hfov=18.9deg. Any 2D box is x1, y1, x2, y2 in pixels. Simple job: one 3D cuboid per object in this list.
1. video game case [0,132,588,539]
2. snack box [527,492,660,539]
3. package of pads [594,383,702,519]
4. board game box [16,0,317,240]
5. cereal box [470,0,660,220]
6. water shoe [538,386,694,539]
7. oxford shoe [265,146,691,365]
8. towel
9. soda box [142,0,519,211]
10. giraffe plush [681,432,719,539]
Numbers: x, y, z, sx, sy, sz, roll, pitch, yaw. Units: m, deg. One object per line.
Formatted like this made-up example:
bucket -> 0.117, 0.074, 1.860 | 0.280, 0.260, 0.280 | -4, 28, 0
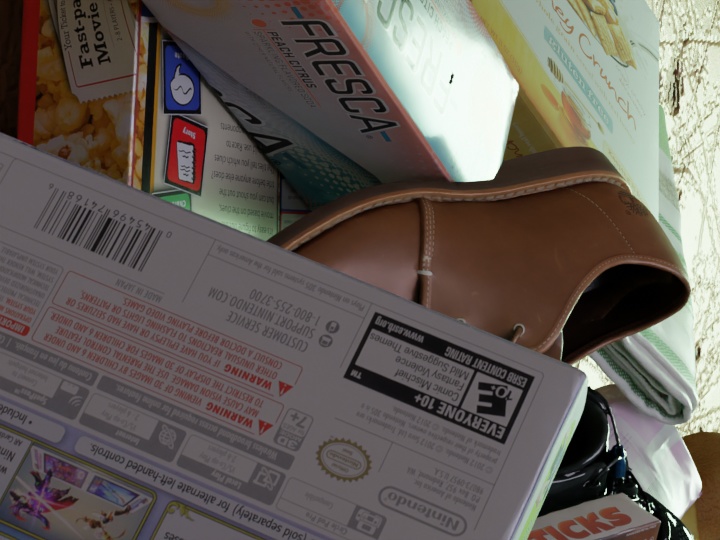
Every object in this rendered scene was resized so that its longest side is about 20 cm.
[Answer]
video game case -> -0.062, 0.076, 0.610 | 0.045, 0.200, 0.181 | 85, 29, -65
snack box -> 0.018, 0.131, 0.736 | 0.200, 0.024, 0.072 | -11, 124, -37
package of pads -> 0.055, 0.134, 0.917 | 0.076, 0.120, 0.200 | 54, 39, -3
board game box -> -0.059, -0.043, 0.749 | 0.151, 0.046, 0.200 | 7, 84, -65
cereal box -> 0.076, -0.097, 0.901 | 0.144, 0.040, 0.200 | 51, 28, -27
water shoe -> 0.073, 0.085, 0.809 | 0.200, 0.079, 0.072 | 24, 48, -36
oxford shoe -> 0.026, 0.014, 0.713 | 0.200, 0.071, 0.071 | -19, 140, -28
towel -> 0.098, -0.042, 0.971 | 0.149, 0.031, 0.200 | 44, 31, -34
soda box -> -0.013, -0.084, 0.708 | 0.200, 0.068, 0.064 | 52, 48, -54
giraffe plush -> 0.166, 0.149, 1.115 | 0.200, 0.173, 0.162 | -26, 111, -16
